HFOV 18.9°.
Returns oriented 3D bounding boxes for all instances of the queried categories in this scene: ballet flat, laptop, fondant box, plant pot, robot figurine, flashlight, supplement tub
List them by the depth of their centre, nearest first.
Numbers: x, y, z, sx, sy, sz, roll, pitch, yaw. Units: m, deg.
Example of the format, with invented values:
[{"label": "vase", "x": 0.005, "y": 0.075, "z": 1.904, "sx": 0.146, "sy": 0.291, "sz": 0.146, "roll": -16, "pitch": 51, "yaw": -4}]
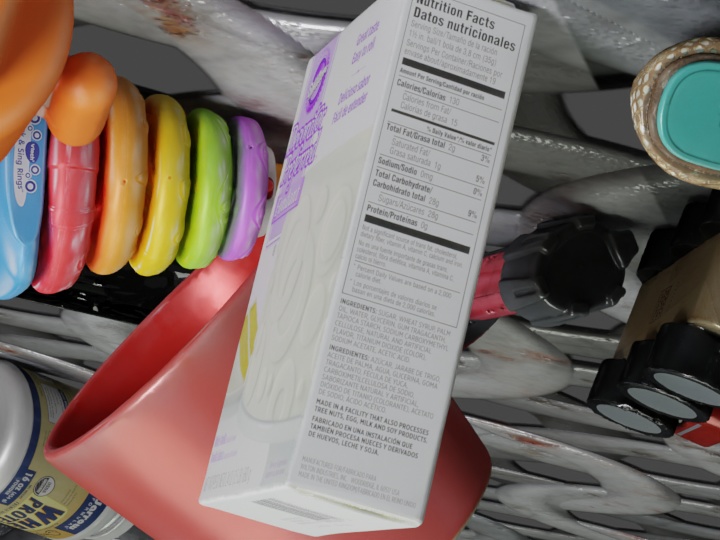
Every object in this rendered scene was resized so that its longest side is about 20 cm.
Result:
[{"label": "ballet flat", "x": 0.194, "y": -0.048, "z": 0.804, "sx": 0.199, "sy": 0.071, "sz": 0.065, "roll": 18, "pitch": -167, "yaw": -8}, {"label": "robot figurine", "x": -0.178, "y": -0.090, "z": 0.846, "sx": 0.143, "sy": 0.117, "sz": 0.200, "roll": -20, "pitch": 177, "yaw": -19}, {"label": "fondant box", "x": 0.000, "y": 0.000, "z": 0.854, "sx": 0.058, "sy": 0.201, "sz": 0.144, "roll": 18, "pitch": 167, "yaw": -14}, {"label": "flashlight", "x": 0.066, "y": 0.012, "z": 1.148, "sx": 0.068, "sy": 0.068, "sz": 0.200, "roll": 21, "pitch": 167, "yaw": -19}, {"label": "plant pot", "x": -0.038, "y": 0.087, "z": 1.150, "sx": 0.177, "sy": 0.201, "sz": 0.200, "roll": 45, "pitch": 160, "yaw": -10}, {"label": "laptop", "x": -0.159, "y": -0.027, "z": 1.340, "sx": 0.176, "sy": 0.104, "sz": 0.201, "roll": 12, "pitch": 142, "yaw": 4}, {"label": "supplement tub", "x": -0.304, "y": 0.176, "z": 2.058, "sx": 0.144, "sy": 0.145, "sz": 0.200, "roll": 2, "pitch": 163, "yaw": 41}]

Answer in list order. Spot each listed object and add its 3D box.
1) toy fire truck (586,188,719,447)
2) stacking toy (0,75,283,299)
[{"label": "toy fire truck", "x": 0.232, "y": 0.037, "z": 1.019, "sx": 0.199, "sy": 0.129, "sz": 0.176, "roll": 24, "pitch": 167, "yaw": -2}, {"label": "stacking toy", "x": -0.081, "y": -0.039, "z": 1.039, "sx": 0.199, "sy": 0.117, "sz": 0.110, "roll": 5, "pitch": 173, "yaw": -16}]
